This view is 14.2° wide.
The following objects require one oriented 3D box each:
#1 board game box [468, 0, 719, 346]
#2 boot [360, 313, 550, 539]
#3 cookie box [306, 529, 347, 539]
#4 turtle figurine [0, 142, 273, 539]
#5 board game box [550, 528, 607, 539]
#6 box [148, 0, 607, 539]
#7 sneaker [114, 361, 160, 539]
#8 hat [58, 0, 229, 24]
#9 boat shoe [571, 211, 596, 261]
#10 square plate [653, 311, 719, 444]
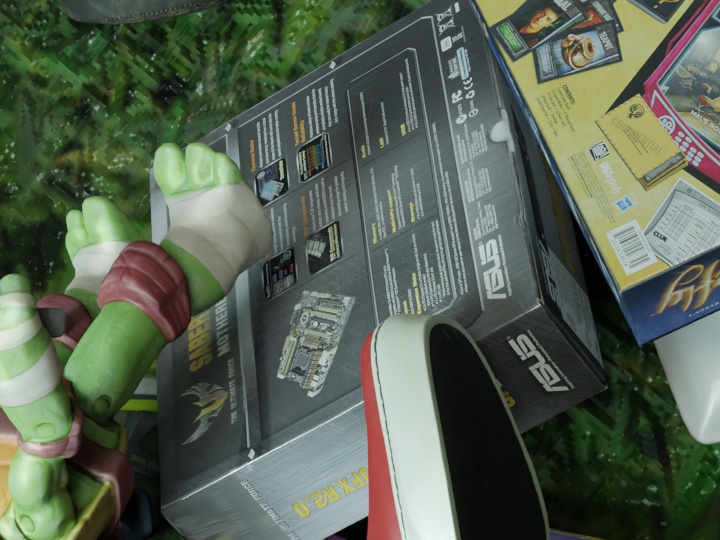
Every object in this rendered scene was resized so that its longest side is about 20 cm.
[{"bbox_3d":[0.116,-0.083,0.994,0.135,0.035,0.201,-25,52,2],"label":"board game box"},{"bbox_3d":[-0.008,0.122,0.943,0.143,0.072,0.202,-16,77,29],"label":"boot"},{"bbox_3d":[-0.076,0.198,1.064,0.199,0.075,0.172,-13,64,31],"label":"cookie box"},{"bbox_3d":[-0.132,0.023,0.972,0.199,0.144,0.194,27,48,13],"label":"turtle figurine"},{"bbox_3d":[0.099,0.203,1.041,0.164,0.057,0.201,10,78,25],"label":"board game box"},{"bbox_3d":[0.000,0.000,1.060,0.158,0.048,0.201,-30,36,17],"label":"box"},{"bbox_3d":[-0.142,0.070,1.103,0.074,0.199,0.082,-13,80,45],"label":"sneaker"},{"bbox_3d":[-0.076,-0.149,1.191,0.199,0.201,0.081,-22,107,12],"label":"hat"},{"bbox_3d":[0.141,-0.023,1.084,0.198,0.075,0.063,-3,54,14],"label":"boat shoe"},{"bbox_3d":[0.182,-0.051,1.038,0.199,0.029,0.199,-17,55,-2],"label":"square plate"}]
